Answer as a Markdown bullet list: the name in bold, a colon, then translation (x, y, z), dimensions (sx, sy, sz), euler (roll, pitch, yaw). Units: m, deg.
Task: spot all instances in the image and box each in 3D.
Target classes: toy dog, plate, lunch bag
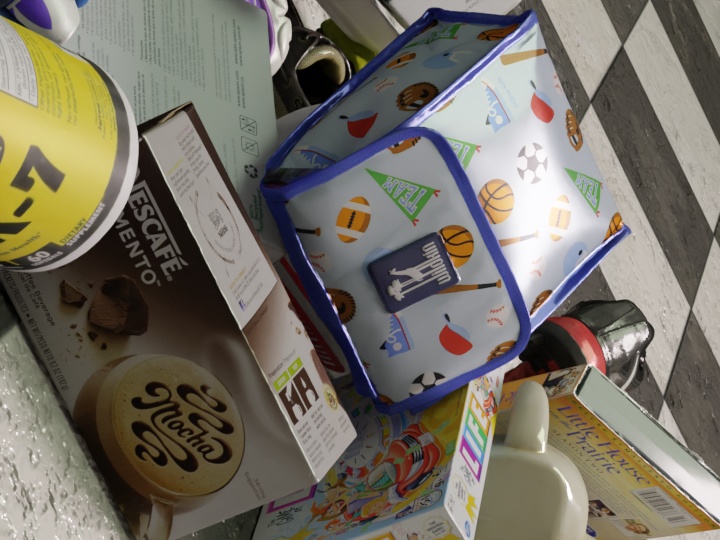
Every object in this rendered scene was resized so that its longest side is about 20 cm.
- **toy dog**: translation (0.077, 0.169, 1.412), dimensions (0.200, 0.139, 0.194), euler (97, -9, -85)
- **plate**: translation (-0.053, -0.240, 1.592), dimensions (0.200, 0.032, 0.200), euler (45, 6, -36)
- **lunch bag**: translation (0.046, -0.035, 1.331), dimensions (0.200, 0.124, 0.170), euler (-41, 117, -30)

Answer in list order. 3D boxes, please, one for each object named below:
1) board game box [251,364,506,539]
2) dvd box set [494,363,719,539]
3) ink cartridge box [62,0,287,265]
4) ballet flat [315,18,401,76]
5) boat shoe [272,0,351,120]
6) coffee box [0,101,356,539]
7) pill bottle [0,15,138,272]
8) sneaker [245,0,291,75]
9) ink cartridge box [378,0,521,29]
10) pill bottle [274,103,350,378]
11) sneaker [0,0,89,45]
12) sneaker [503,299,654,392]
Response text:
- **board game box**: translation (0.011, 0.114, 1.326), dimensions (0.034, 0.134, 0.200), euler (58, 22, -21)
- **dvd box set**: translation (0.132, 0.128, 1.492), dimensions (0.146, 0.200, 0.029), euler (40, 60, -19)
- **ink cartridge box**: translation (-0.135, -0.110, 1.305), dimensions (0.200, 0.043, 0.197), euler (23, 44, -32)
- **ballet flat**: translation (0.016, -0.130, 1.600), dimensions (0.200, 0.067, 0.067), euler (-114, -173, -55)
- **boat shoe**: translation (-0.037, -0.131, 1.534), dimensions (0.073, 0.065, 0.200), euler (12, 51, -49)
- **coffee box**: translation (-0.101, 0.029, 1.174), dimensions (0.200, 0.113, 0.080), euler (64, 21, -8)
- **pill bottle**: translation (-0.200, -0.071, 1.037), dimensions (0.200, 0.114, 0.114), euler (22, 48, -61)
- **sneaker**: translation (-0.112, -0.212, 1.454), dimensions (0.083, 0.081, 0.200), euler (-13, 75, -51)
- **ink cartridge box**: translation (0.007, -0.251, 1.526), dimensions (0.200, 0.083, 0.147), euler (45, 5, -38)
- **pill bottle**: translation (0.000, 0.000, 1.446), dimensions (0.200, 0.112, 0.112), euler (56, 24, -29)
- **sneaker**: translation (-0.199, -0.180, 1.164), dimensions (0.147, 0.081, 0.200), euler (51, 15, 2)
- **sneaker**: translation (0.143, 0.075, 1.545), dimensions (0.071, 0.098, 0.200), euler (56, -25, 13)
